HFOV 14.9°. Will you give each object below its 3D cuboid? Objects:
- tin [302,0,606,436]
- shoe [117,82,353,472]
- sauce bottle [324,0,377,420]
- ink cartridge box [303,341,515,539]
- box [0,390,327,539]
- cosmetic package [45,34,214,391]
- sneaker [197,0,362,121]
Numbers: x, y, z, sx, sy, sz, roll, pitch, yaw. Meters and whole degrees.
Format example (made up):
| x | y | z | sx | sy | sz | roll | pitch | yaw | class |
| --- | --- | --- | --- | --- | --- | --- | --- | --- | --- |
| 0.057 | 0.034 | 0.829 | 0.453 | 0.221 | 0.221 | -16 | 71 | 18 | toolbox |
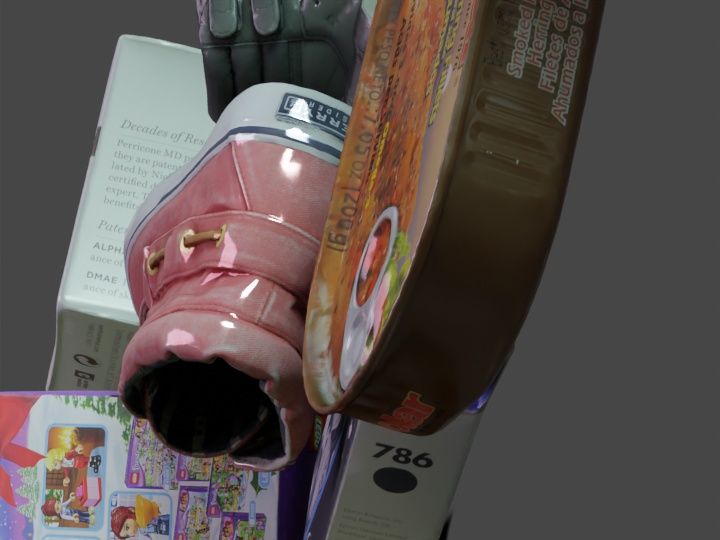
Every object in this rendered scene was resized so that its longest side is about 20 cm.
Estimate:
| x | y | z | sx | sy | sz | roll | pitch | yaw | class |
| --- | --- | --- | --- | --- | --- | --- | --- | --- | --- |
| 0.029 | -0.054 | 0.726 | 0.112 | 0.042 | 0.201 | 131 | 154 | -70 | tin |
| -0.047 | 0.019 | 0.862 | 0.200 | 0.071 | 0.091 | 129 | 163 | -67 | shoe |
| 0.000 | 0.000 | 0.968 | 0.065 | 0.064 | 0.201 | -86 | 10 | -62 | sauce bottle |
| 0.013 | 0.042 | 0.835 | 0.201 | 0.039 | 0.100 | 107 | 174 | -50 | ink cartridge box |
| -0.079 | 0.143 | 0.961 | 0.039 | 0.136 | 0.202 | 10 | -99 | -61 | box |
| -0.106 | -0.018 | 1.814 | 0.165 | 0.164 | 0.201 | 112 | 169 | -64 | cosmetic package |
| -0.005 | -0.113 | 0.991 | 0.071 | 0.098 | 0.201 | -80 | 5 | -49 | sneaker |
